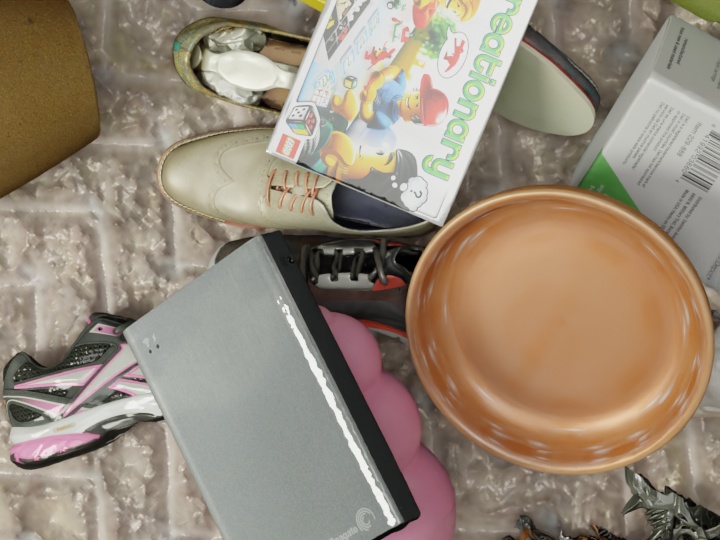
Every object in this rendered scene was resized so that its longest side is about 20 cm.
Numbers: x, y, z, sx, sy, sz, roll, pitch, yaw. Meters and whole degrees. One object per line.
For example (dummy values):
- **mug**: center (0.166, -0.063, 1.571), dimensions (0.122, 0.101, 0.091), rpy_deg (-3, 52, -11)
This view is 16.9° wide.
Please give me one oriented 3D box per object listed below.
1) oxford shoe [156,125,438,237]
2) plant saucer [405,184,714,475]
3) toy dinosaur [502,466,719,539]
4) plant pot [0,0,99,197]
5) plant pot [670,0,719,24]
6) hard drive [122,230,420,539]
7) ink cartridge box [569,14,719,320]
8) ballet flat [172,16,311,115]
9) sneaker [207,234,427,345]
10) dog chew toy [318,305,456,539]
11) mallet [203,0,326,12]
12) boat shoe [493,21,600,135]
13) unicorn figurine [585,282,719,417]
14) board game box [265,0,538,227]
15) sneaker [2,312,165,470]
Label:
- **oxford shoe**: center (-0.038, -0.060, 1.620), dimensions (0.199, 0.074, 0.071), rpy_deg (3, 94, 0)
- **plant saucer**: center (0.128, 0.035, 1.548), dimensions (0.199, 0.037, 0.201), rpy_deg (7, 117, 14)
- **toy dinosaur**: center (0.189, 0.213, 1.620), dimensions (0.200, 0.102, 0.136), rpy_deg (29, 90, 9)
- **plant pot**: center (-0.276, -0.107, 1.572), dimensions (0.199, 0.186, 0.187), rpy_deg (-13, 94, -12)
- **plant pot**: center (0.312, -0.197, 1.569), dimensions (0.190, 0.200, 0.200), rpy_deg (38, 93, -15)
- **hard drive**: center (-0.057, 0.095, 1.531), dimensions (0.139, 0.033, 0.201), rpy_deg (-34, 79, 37)
- **ink cartridge box**: center (0.250, -0.050, 1.586), dimensions (0.200, 0.084, 0.146), rpy_deg (28, 129, -2)
- **ballet flat**: center (-0.029, -0.126, 1.620), dimensions (0.199, 0.071, 0.071), rpy_deg (13, 94, -1)
- **sneaker**: center (0.000, 0.000, 1.609), dimensions (0.199, 0.082, 0.077), rpy_deg (7, 59, -8)
- **dog chew toy**: center (-0.010, 0.118, 1.592), dimensions (0.124, 0.125, 0.201), rpy_deg (-16, 111, 1)
- **mallet**: center (-0.016, -0.180, 1.593), dimensions (0.199, 0.066, 0.041), rpy_deg (21, 50, 11)
- **boat shoe**: center (0.079, -0.164, 1.619), dimensions (0.200, 0.071, 0.063), rpy_deg (33, 52, -1)
- **unicorn figurine**: center (0.216, 0.073, 1.607), dimensions (0.138, 0.199, 0.074), rpy_deg (55, 50, -36)
- **board game box**: center (0.034, -0.144, 1.561), dimensions (0.126, 0.035, 0.201), rpy_deg (22, 96, 0)
- **sneaker**: center (-0.150, 0.063, 1.630), dimensions (0.199, 0.080, 0.087), rpy_deg (-18, 83, -4)
